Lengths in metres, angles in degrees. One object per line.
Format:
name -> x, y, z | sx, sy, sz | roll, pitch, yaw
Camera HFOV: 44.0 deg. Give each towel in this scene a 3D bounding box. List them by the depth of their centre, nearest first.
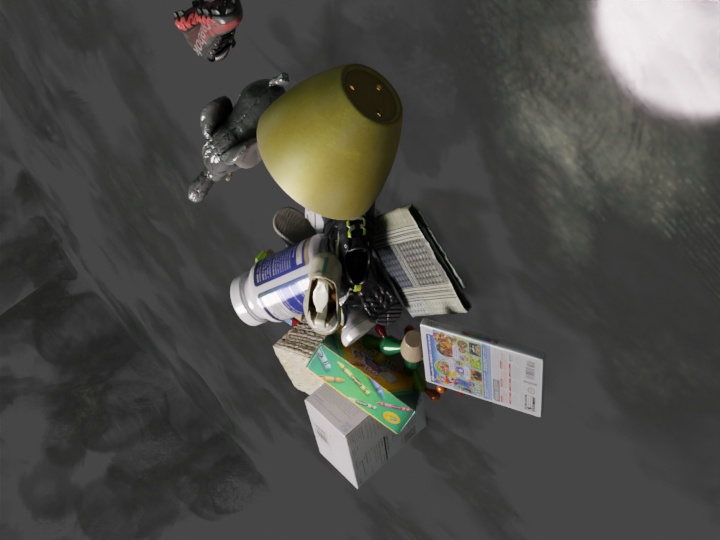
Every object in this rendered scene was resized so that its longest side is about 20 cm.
towel -> 0.090, -0.013, 1.421 | 0.195, 0.034, 0.199 | 60, 158, -9

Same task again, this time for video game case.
video game case -> 0.190, 0.151, 1.384 | 0.196, 0.018, 0.145 | 15, 140, 23

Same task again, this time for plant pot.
plant pot -> -0.022, -0.194, 1.205 | 0.201, 0.199, 0.142 | 50, 131, 4

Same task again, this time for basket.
basket -> -0.077, 0.186, 1.876 | 0.199, 0.123, 0.137 | 9, 132, 58

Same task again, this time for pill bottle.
pill bottle -> -0.124, 0.021, 1.552 | 0.197, 0.116, 0.117 | -21, 110, 27

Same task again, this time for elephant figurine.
elephant figurine -> -0.201, -0.213, 1.450 | 0.140, 0.199, 0.157 | 23, 144, 48

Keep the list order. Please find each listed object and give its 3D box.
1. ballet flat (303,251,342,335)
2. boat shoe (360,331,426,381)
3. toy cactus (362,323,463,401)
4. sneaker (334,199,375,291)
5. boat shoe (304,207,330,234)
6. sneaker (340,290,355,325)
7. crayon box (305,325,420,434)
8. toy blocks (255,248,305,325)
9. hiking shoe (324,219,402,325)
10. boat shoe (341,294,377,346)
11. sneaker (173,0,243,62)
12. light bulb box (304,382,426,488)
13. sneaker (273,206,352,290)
ballet flat -> -0.065, 0.054, 1.447 | 0.066, 0.063, 0.202 | 7, 138, 6
boat shoe -> 0.040, 0.151, 1.650 | 0.197, 0.071, 0.072 | 21, 179, 5
toy cactus -> 0.098, 0.140, 1.517 | 0.198, 0.103, 0.166 | 33, 161, 16
sneaker -> -0.002, -0.065, 1.392 | 0.083, 0.070, 0.204 | -119, 23, -59
boat shoe -> -0.064, -0.126, 1.493 | 0.066, 0.072, 0.201 | 41, 163, 12
sneaker -> -0.034, 0.106, 1.726 | 0.075, 0.076, 0.203 | 8, 130, 13
crayon box -> 0.009, 0.185, 1.558 | 0.198, 0.059, 0.119 | 35, -162, 0
toy blocks -> -0.155, 0.047, 1.886 | 0.135, 0.100, 0.201 | 33, 151, 13
hiking shoe -> 0.000, 0.000, 1.519 | 0.202, 0.075, 0.101 | 60, -177, -4
boat shoe -> -0.003, 0.073, 1.558 | 0.072, 0.200, 0.069 | -39, 91, 22
sneaker -> -0.229, -0.385, 1.425 | 0.199, 0.070, 0.099 | 15, 137, 57
light bulb box -> 0.016, 0.278, 1.741 | 0.124, 0.199, 0.200 | 36, 152, 33
sneaker -> -0.073, -0.038, 1.648 | 0.199, 0.075, 0.106 | 42, 174, 6
